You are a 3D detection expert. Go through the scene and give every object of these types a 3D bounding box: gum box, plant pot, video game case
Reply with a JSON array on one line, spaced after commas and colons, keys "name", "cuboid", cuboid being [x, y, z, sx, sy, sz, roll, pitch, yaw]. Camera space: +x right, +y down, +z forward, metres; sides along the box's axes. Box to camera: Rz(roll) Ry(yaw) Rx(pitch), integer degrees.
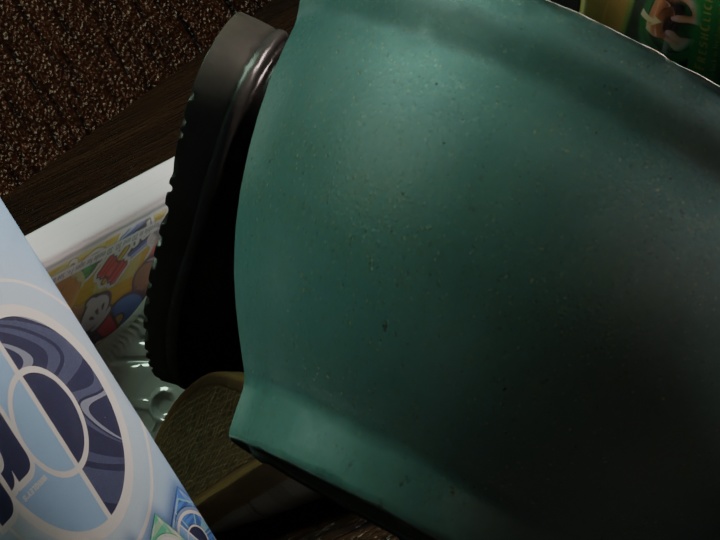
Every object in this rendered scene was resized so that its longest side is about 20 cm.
[{"name": "gum box", "cuboid": [-0.138, 0.075, 0.984, 0.044, 0.201, 0.170, -27, 12, 29]}, {"name": "plant pot", "cuboid": [0.044, 0.017, 0.796, 0.135, 0.200, 0.200, -62, 14, -6]}, {"name": "video game case", "cuboid": [-0.148, 0.051, 1.304, 0.200, 0.023, 0.183, -33, -31, -47]}]

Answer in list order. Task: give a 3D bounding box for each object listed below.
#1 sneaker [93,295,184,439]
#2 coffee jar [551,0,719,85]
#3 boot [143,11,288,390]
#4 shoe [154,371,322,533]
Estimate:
[{"name": "sneaker", "cuboid": [-0.076, 0.056, 1.326, 0.200, 0.080, 0.146, -52, -16, 4]}, {"name": "coffee jar", "cuboid": [0.133, -0.077, 0.914, 0.199, 0.086, 0.104, 8, 11, 7]}, {"name": "boot", "cuboid": [-0.001, 0.001, 1.150, 0.212, 0.157, 0.080, 104, -170, -54]}, {"name": "shoe", "cuboid": [-0.030, 0.072, 1.130, 0.200, 0.053, 0.070, -25, 44, 58]}]
